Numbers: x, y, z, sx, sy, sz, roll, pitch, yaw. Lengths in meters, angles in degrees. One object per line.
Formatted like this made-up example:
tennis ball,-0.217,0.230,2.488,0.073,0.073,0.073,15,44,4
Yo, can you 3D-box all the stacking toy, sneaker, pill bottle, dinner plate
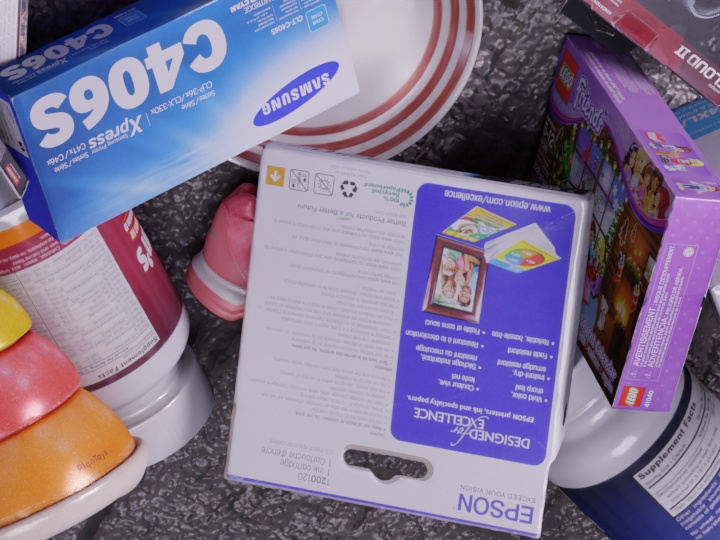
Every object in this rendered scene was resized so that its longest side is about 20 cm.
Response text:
stacking toy,-0.218,0.054,1.494,0.146,0.146,0.200,-22,99,6
sneaker,0.000,0.000,1.606,0.200,0.074,0.087,12,117,-13
pill bottle,0.176,0.111,1.668,0.111,0.111,0.200,-38,117,15
pill bottle,-0.168,0.016,1.575,0.109,0.110,0.200,-23,120,7
dinner plate,-0.029,-0.147,1.546,0.200,0.024,0.201,-3,121,-6

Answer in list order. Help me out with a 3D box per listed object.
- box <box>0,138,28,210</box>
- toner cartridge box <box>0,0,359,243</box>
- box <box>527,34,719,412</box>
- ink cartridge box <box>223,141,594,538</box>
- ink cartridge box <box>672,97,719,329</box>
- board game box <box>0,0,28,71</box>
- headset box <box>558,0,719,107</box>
box,-0.274,-0.098,1.403,0.110,0.035,0.200,-28,107,10
toner cartridge box,-0.103,-0.103,1.479,0.200,0.043,0.095,-29,124,-20
box,0.147,-0.030,1.531,0.039,0.200,0.137,4,119,-18
ink cartridge box,0.027,0.038,1.537,0.198,0.043,0.201,10,99,16
ink cartridge box,0.271,-0.010,1.557,0.146,0.200,0.147,-21,120,6
board game box,-0.282,-0.162,1.466,0.199,0.097,0.160,3,120,-8
headset box,0.198,-0.203,1.509,0.149,0.077,0.200,34,112,-22
